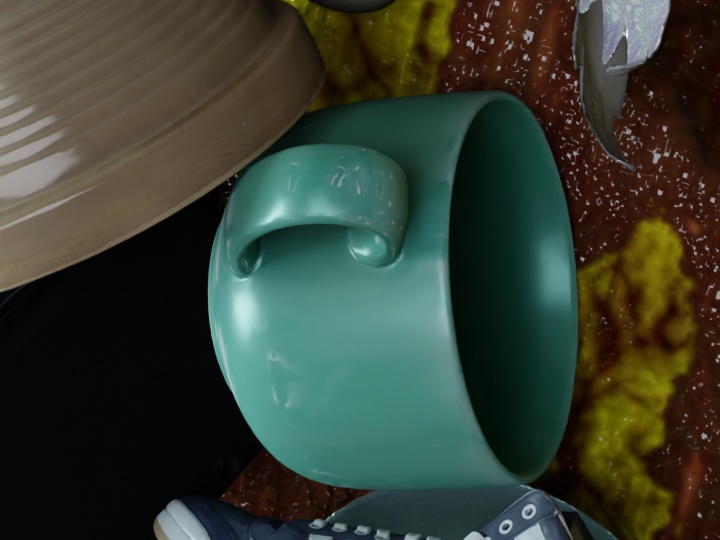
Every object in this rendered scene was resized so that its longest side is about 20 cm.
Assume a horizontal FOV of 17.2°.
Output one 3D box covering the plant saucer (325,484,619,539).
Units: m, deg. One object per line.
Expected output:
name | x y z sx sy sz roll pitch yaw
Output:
plant saucer | 0.054 0.180 1.009 0.200 0.039 0.202 4 101 21

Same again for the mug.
mug | 0.004 -0.003 0.926 0.114 0.152 0.186 -4 127 24

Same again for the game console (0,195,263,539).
game console | -0.146 0.040 1.002 0.175 0.200 0.117 18 145 38

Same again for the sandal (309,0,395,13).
sandal | -0.055 -0.154 0.928 0.199 0.055 0.082 27 95 -24

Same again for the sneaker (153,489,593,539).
sneaker | 0.019 0.117 0.924 0.200 0.070 0.109 32 83 28

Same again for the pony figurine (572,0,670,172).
pony figurine | 0.072 -0.153 0.885 0.199 0.167 0.194 13 78 0

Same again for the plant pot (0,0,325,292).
plant pot | -0.121 -0.076 0.909 0.200 0.201 0.093 -16 112 23
